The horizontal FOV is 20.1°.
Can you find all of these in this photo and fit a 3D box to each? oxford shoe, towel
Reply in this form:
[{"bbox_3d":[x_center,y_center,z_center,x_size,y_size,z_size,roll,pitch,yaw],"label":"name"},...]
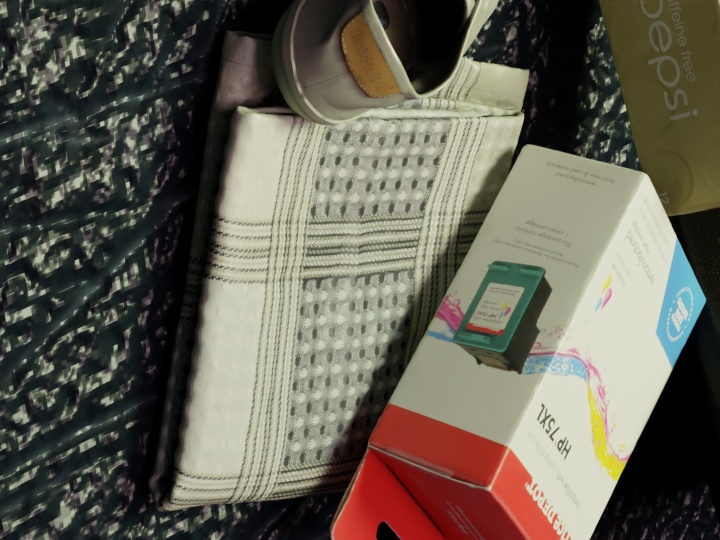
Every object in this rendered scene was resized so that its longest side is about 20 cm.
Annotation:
[{"bbox_3d":[0.037,-0.127,0.834,0.200,0.057,0.076,-50,121,-40],"label":"oxford shoe"},{"bbox_3d":[0.000,0.000,0.870,0.191,0.034,0.202,0,103,-47],"label":"towel"}]

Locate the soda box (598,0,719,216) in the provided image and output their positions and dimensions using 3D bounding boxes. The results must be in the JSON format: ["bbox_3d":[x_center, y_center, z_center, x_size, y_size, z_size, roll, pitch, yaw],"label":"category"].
[{"bbox_3d":[0.150,-0.130,0.913,0.064,0.067,0.202,-16,94,-43],"label":"soda box"}]

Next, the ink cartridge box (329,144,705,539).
[{"bbox_3d":[0.074,0.061,0.910,0.201,0.067,0.116,-62,146,-18],"label":"ink cartridge box"}]

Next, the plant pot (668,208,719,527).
[{"bbox_3d":[0.260,0.074,1.000,0.178,0.198,0.201,-82,160,-55],"label":"plant pot"}]
